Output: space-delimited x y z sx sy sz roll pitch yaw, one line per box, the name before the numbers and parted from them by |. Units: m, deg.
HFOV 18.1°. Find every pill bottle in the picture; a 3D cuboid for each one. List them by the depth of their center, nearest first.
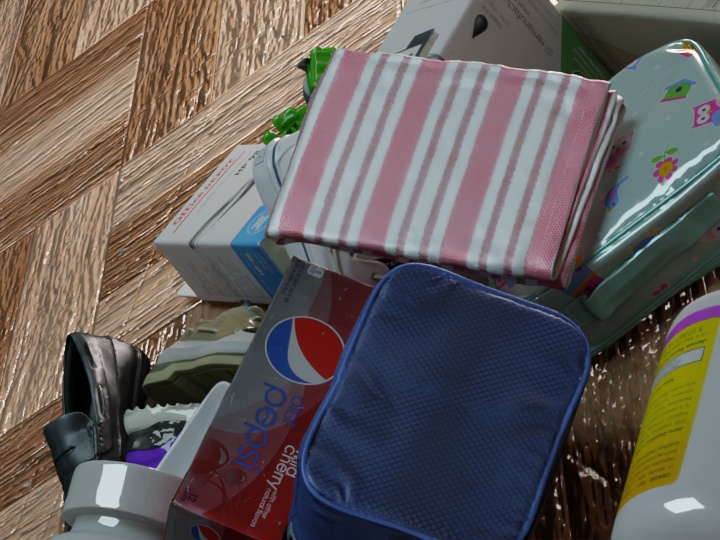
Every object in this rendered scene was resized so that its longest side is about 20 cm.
pill bottle | 0.185 0.111 1.128 0.104 0.104 0.200 -20 34 39
pill bottle | -0.153 0.223 1.347 0.109 0.109 0.201 -12 57 47

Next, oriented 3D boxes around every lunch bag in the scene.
lunch bag | 0.043 0.104 1.278 0.133 0.135 0.200 102 -168 -53
lunch bag | 0.165 -0.038 1.406 0.200 0.077 0.161 -39 32 13

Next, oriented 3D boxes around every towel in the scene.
towel | 0.051 -0.063 1.387 0.199 0.030 0.147 9 60 21

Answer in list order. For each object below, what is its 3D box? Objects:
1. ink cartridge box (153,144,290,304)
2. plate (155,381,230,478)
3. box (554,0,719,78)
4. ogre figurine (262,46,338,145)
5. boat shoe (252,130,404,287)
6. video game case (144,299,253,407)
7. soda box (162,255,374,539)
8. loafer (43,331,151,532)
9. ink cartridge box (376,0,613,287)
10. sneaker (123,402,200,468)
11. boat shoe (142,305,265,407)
ink cartridge box | -0.081 -0.037 1.756 0.116 0.067 0.200 -51 27 -23
plate | -0.085 0.194 1.409 0.200 0.032 0.199 -56 42 0
box | 0.230 -0.177 1.518 0.095 0.078 0.200 -48 27 -11
ogre figurine | -0.017 -0.048 1.594 0.098 0.201 0.120 -22 -3 5
boat shoe | 0.000 0.000 1.451 0.067 0.200 0.074 -26 8 39
video game case | -0.104 0.108 1.638 0.143 0.019 0.200 -44 27 1
soda box | -0.049 0.091 1.353 0.064 0.070 0.200 108 -174 -53
loafer | -0.200 0.132 1.649 0.068 0.070 0.201 -44 33 42
ink cartridge box | 0.072 -0.098 1.548 0.084 0.146 0.200 -11 42 48
sneaker | -0.073 0.139 1.503 0.199 0.070 0.100 -7 69 31
boat shoe | -0.081 0.059 1.574 0.200 0.075 0.069 -6 50 53
